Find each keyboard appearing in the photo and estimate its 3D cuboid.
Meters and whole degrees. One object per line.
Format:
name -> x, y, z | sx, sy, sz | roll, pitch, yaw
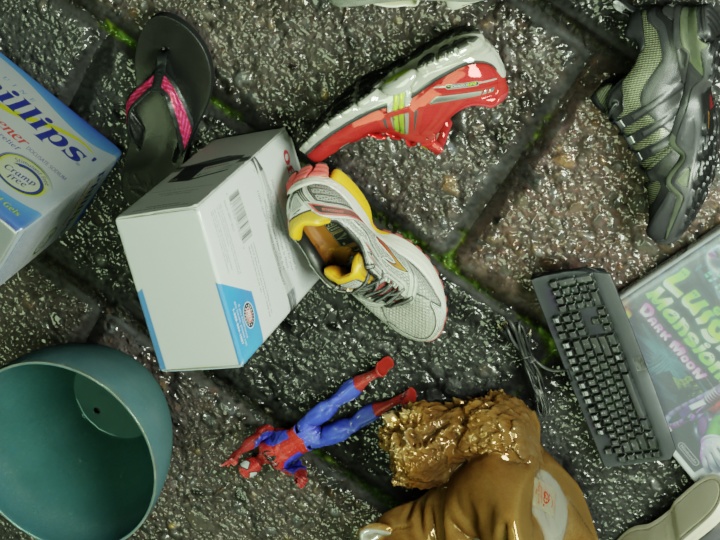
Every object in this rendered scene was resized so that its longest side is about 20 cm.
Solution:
keyboard -> 0.193, 0.089, 1.471 | 0.127, 0.021, 0.200 | -9, 114, 35

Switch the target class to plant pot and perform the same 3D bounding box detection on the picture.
plant pot -> -0.262, 0.150, 1.609 | 0.200, 0.135, 0.200 | 7, 114, 16

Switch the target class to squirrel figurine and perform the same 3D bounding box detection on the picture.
squirrel figurine -> 0.088, 0.208, 1.534 | 0.186, 0.141, 0.200 | -16, 94, 35

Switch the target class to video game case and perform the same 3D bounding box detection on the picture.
video game case -> 0.313, 0.078, 1.443 | 0.182, 0.023, 0.200 | -37, 97, 28

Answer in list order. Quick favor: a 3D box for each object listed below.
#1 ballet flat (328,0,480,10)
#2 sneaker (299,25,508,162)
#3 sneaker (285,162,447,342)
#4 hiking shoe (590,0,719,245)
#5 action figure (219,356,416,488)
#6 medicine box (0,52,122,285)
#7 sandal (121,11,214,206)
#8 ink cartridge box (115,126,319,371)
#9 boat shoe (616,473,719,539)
ballet flat -> 0.059, -0.245, 1.374 | 0.200, 0.067, 0.064 | 5, 146, 18
sneaker -> 0.036, -0.130, 1.420 | 0.200, 0.077, 0.085 | -25, 110, 28
sneaker -> 0.000, 0.000, 1.469 | 0.078, 0.082, 0.200 | -32, 118, 29
hiking shoe -> 0.240, -0.122, 1.360 | 0.101, 0.076, 0.200 | 11, 107, 24
action figure -> -0.050, 0.160, 1.566 | 0.200, 0.099, 0.065 | -32, 99, 30
medicine box -> -0.346, -0.096, 1.492 | 0.182, 0.200, 0.103 | 39, 121, -1
sandal -> -0.181, -0.134, 1.507 | 0.075, 0.045, 0.200 | 18, 117, 11
ink cartridge box -> -0.116, -0.021, 1.447 | 0.084, 0.200, 0.145 | -6, 111, 24
boat shoe -> 0.285, 0.258, 1.504 | 0.063, 0.073, 0.200 | 27, 131, -17
